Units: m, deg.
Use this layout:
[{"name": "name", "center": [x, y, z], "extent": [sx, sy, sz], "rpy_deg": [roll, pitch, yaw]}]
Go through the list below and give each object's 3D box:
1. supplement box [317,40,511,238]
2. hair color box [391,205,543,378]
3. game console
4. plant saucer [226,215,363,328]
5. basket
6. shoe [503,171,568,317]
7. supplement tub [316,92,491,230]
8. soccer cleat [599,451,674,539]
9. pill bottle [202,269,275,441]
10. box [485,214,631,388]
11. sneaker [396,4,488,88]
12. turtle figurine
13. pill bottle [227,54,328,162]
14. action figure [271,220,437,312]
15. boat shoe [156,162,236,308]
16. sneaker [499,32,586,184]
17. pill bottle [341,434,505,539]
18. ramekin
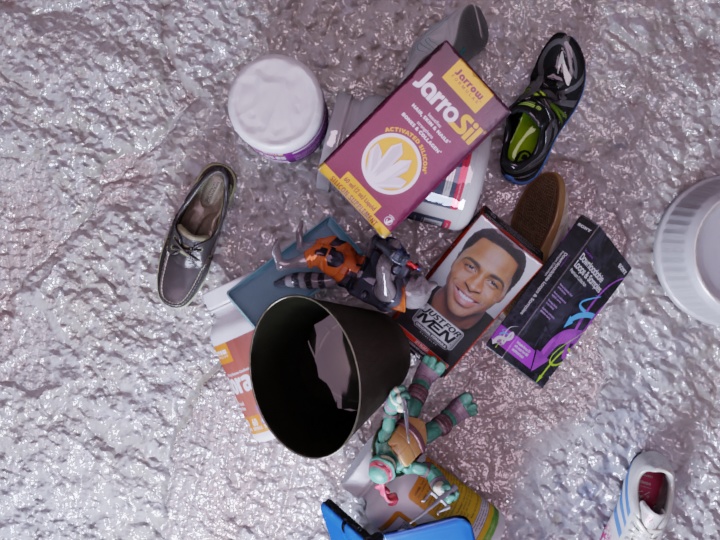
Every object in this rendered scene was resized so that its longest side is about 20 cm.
[{"name": "supplement box", "center": [0.060, -0.148, 1.065], "extent": [0.200, 0.086, 0.110], "rpy_deg": [-44, 96, 8]}, {"name": "hair color box", "center": [0.131, 0.028, 1.200], "extent": [0.101, 0.061, 0.201], "rpy_deg": [38, 109, 0]}, {"name": "game console", "center": [0.059, 0.369, 1.182], "extent": [0.118, 0.170, 0.202], "rpy_deg": [-29, 121, -24]}, {"name": "plant saucer", "center": [-0.082, 0.005, 1.192], "extent": [0.070, 0.019, 0.200], "rpy_deg": [48, 52, 3]}, {"name": "basket", "center": [-0.024, 0.113, 1.122], "extent": [0.135, 0.200, 0.182], "rpy_deg": [-14, 86, 23]}, {"name": "shoe", "center": [0.231, -0.028, 1.233], "extent": [0.069, 0.053, 0.202], "rpy_deg": [14, 89, 42]}, {"name": "supplement tub", "center": [0.054, -0.138, 1.182], "extent": [0.198, 0.140, 0.142], "rpy_deg": [14, 92, 0]}, {"name": "soccer cleat", "center": [0.358, 0.335, 1.221], "extent": [0.069, 0.086, 0.202], "rpy_deg": [13, 92, 0]}, {"name": "pill bottle", "center": [-0.124, 0.106, 1.207], "extent": [0.111, 0.112, 0.202], "rpy_deg": [-24, 91, 1]}, {"name": "box", "center": [0.254, 0.043, 1.191], "extent": [0.036, 0.143, 0.201], "rpy_deg": [36, 91, 38]}, {"name": "sneaker", "center": [0.090, -0.254, 1.176], "extent": [0.071, 0.080, 0.201], "rpy_deg": [56, 49, -26]}, {"name": "turtle figurine", "center": [0.063, 0.200, 1.134], "extent": [0.100, 0.200, 0.151], "rpy_deg": [-14, 113, 38]}, {"name": "pill bottle", "center": [-0.095, -0.191, 1.152], "extent": [0.111, 0.200, 0.114], "rpy_deg": [0, 91, 1]}, {"name": "action figure", "center": [0.000, 0.000, 1.162], "extent": [0.192, 0.200, 0.106], "rpy_deg": [20, 94, 7]}, {"name": "boat shoe", "center": [-0.220, -0.046, 1.226], "extent": [0.072, 0.065, 0.202], "rpy_deg": [19, 93, -2]}, {"name": "sneaker", "center": [0.233, -0.207, 1.204], "extent": [0.070, 0.083, 0.201], "rpy_deg": [24, 91, 19]}, {"name": "pill bottle", "center": [0.077, 0.302, 1.211], "extent": [0.199, 0.111, 0.111], "rpy_deg": [37, 92, 0]}, {"name": "ramekin", "center": [0.486, -0.024, 1.204], "extent": [0.200, 0.094, 0.205], "rpy_deg": [0, 92, 1]}]
